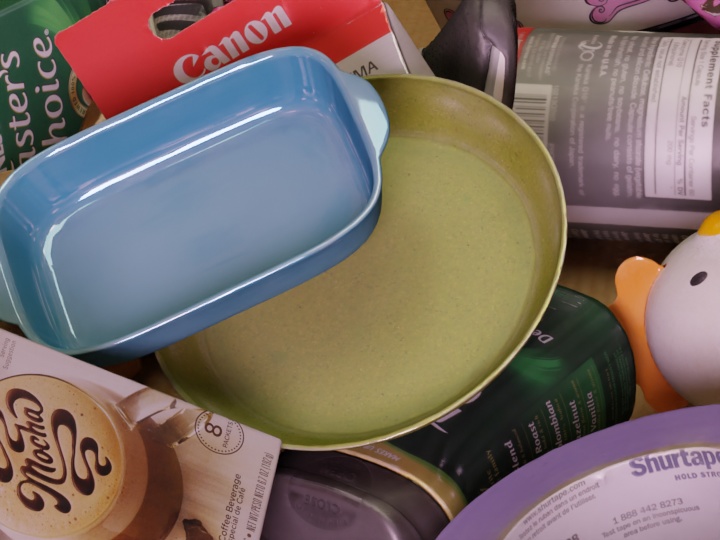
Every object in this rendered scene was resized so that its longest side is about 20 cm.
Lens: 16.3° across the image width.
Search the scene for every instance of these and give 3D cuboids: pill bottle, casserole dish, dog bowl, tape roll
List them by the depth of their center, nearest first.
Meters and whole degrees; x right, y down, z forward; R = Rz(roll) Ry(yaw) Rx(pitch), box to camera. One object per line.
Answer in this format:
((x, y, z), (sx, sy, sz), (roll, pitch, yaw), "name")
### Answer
((0.126, 0.141, 1.014), (0.199, 0.085, 0.200), (-18, 22, 8), "tape roll")
((-0.076, -0.024, 1.141), (0.200, 0.039, 0.121), (-24, 54, 2), "casserole dish")
((0.168, -0.071, 1.348), (0.199, 0.114, 0.114), (4, 34, 15), "pill bottle")
((0.136, -0.160, 1.480), (0.199, 0.074, 0.200), (-13, 13, 3), "dog bowl")

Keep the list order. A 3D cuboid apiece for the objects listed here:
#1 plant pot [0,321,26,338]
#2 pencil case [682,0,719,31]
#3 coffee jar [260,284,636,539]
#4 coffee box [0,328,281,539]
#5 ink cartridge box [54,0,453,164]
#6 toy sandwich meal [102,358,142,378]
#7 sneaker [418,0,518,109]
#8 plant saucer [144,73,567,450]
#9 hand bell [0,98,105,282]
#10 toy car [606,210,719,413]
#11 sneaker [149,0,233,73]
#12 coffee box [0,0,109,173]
((-0.215, 0.092, 1.154), (0.199, 0.027, 0.201), (-8, 65, 18), "plant pot")
((0.242, -0.148, 1.378), (0.087, 0.200, 0.083), (-50, 29, 14), "pencil case")
((0.037, 0.085, 1.162), (0.104, 0.086, 0.200), (15, 39, 32), "coffee jar")
((-0.146, 0.097, 1.051), (0.199, 0.080, 0.113), (22, 48, -12), "coffee box")
((-0.039, -0.061, 1.224), (0.161, 0.200, 0.050), (-28, 16, 20), "ink cartridge box")
((-0.134, -0.004, 1.355), (0.204, 0.070, 0.205), (-8, 22, 3), "toy sandwich meal")
((0.009, -0.065, 1.278), (0.115, 0.200, 0.075), (9, 42, -7), "sneaker")
((0.000, 0.000, 1.141), (0.199, 0.031, 0.201), (-10, 55, 14), "plant saucer")
((-0.147, -0.049, 1.271), (0.104, 0.104, 0.200), (10, 42, 25), "hand bell")
((0.203, 0.000, 1.193), (0.199, 0.177, 0.184), (-14, 22, 7), "toy car")
((-0.072, -0.160, 1.295), (0.074, 0.088, 0.200), (-1, 45, -29), "sneaker")
((-0.168, -0.096, 1.340), (0.044, 0.123, 0.200), (10, 27, 34), "coffee box")
